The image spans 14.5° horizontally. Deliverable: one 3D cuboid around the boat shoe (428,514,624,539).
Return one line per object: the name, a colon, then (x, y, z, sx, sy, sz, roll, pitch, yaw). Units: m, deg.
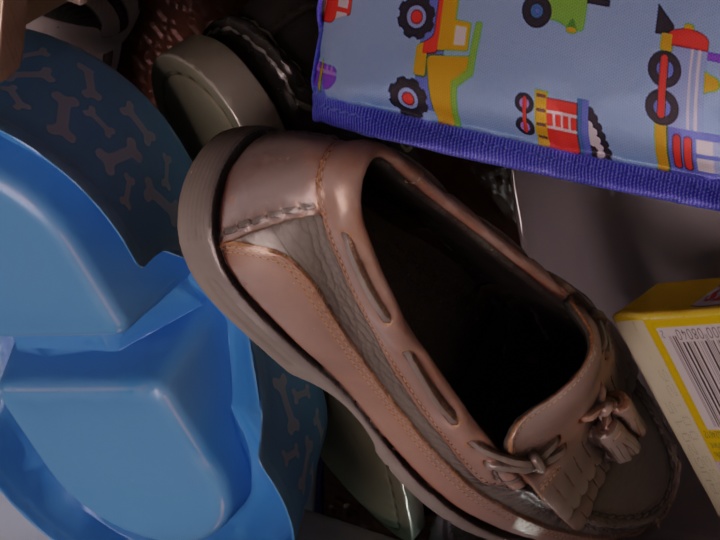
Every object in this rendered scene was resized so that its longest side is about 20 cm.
boat shoe: (0.099, 0.144, 0.875, 0.200, 0.073, 0.067, 47, 151, 24)

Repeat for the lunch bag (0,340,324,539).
lunch bag: (-0.085, 0.066, 0.958, 0.159, 0.076, 0.201, 1, 122, -5)

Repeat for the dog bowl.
dog bowl: (-0.079, 0.012, 0.830, 0.111, 0.050, 0.200, -2, 132, 36)

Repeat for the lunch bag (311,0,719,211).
lunch bag: (0.072, -0.097, 0.706, 0.199, 0.094, 0.151, 12, 100, 20)

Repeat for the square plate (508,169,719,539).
square plate: (0.132, 0.025, 0.826, 0.200, 0.028, 0.199, 13, 124, 42)

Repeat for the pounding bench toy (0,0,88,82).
pounding bench toy: (-0.085, -0.128, 0.770, 0.199, 0.156, 0.125, 18, 118, 19)

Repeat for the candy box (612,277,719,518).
candy box: (0.146, 0.046, 0.739, 0.102, 0.026, 0.200, 59, 156, -12)

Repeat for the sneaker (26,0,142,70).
sneaker: (-0.169, -0.085, 0.934, 0.199, 0.076, 0.116, 24, 136, 13)

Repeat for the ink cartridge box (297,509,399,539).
ink cartridge box: (-0.004, 0.180, 0.843, 0.200, 0.146, 0.147, 12, 126, 55)

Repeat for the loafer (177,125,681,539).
loafer: (0.034, 0.024, 0.792, 0.063, 0.072, 0.200, -7, 146, 44)

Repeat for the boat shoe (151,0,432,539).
boat shoe: (0.000, 0.000, 0.855, 0.072, 0.061, 0.202, 32, 152, 42)
